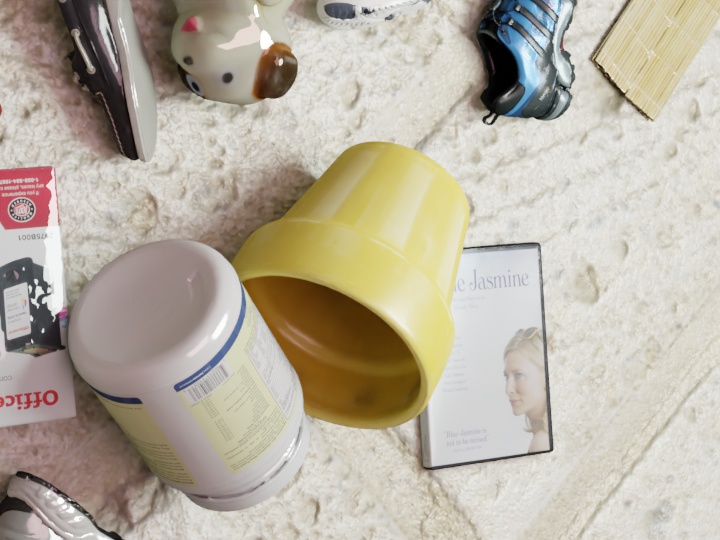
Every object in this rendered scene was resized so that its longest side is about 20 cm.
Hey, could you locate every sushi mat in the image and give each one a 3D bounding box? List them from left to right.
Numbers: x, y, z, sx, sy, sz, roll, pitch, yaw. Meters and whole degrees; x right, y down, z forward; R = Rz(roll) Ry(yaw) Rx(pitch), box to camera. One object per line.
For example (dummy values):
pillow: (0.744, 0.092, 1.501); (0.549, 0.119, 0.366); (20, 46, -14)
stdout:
sushi mat: (0.307, -0.250, 1.999); (0.096, 0.012, 0.200); (44, 68, -26)

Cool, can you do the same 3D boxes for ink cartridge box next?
ink cartridge box: (-0.307, 0.025, 1.569); (0.145, 0.083, 0.201); (-6, 92, -33)

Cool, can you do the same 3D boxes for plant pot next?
plant pot: (0.000, 0.000, 1.710); (0.201, 0.200, 0.189); (44, 52, -24)

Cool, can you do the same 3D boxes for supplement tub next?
supplement tub: (-0.131, 0.088, 1.613); (0.145, 0.145, 0.200); (-52, 140, -22)

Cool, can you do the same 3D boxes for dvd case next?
dvd case: (0.114, 0.077, 1.871); (0.142, 0.018, 0.201); (-5, 91, -31)

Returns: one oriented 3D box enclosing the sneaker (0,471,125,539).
sneaker: (-0.219, 0.245, 1.636); (0.200, 0.074, 0.079); (39, 79, -19)

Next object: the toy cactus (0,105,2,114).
toy cactus: (-0.372, -0.177, 1.536); (0.165, 0.102, 0.201); (-30, 114, -19)

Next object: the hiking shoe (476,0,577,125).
hiking shoe: (0.150, -0.237, 1.864); (0.086, 0.074, 0.201); (-6, 92, -33)

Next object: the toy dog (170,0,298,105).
toy dog: (-0.104, -0.238, 1.688); (0.194, 0.139, 0.201); (27, 71, -63)

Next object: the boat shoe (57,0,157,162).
boat shoe: (-0.211, -0.182, 1.646); (0.060, 0.074, 0.201); (-8, 115, 8)

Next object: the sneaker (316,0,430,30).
sneaker: (0.033, -0.298, 1.796); (0.198, 0.079, 0.130); (-21, 88, -19)
